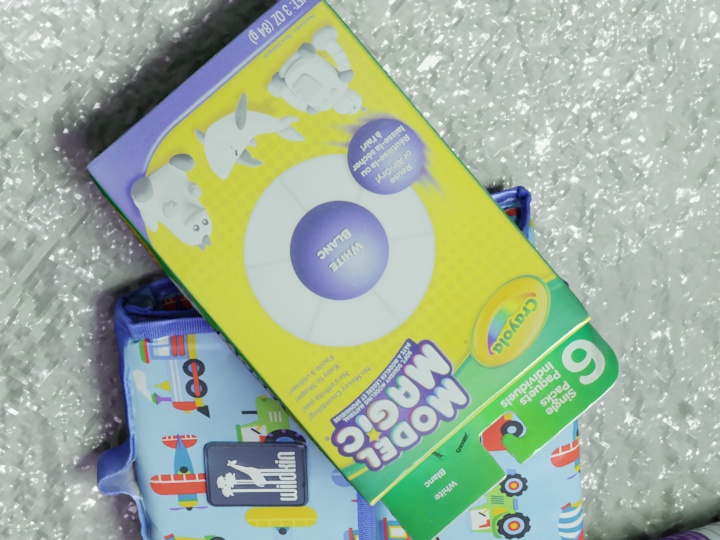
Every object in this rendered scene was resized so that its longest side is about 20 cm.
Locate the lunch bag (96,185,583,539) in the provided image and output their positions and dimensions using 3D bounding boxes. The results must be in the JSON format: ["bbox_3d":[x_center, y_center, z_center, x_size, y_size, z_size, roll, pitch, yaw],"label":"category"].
[{"bbox_3d":[-0.014,0.064,1.187,0.200,0.094,0.151,-9,122,-5],"label":"lunch bag"}]

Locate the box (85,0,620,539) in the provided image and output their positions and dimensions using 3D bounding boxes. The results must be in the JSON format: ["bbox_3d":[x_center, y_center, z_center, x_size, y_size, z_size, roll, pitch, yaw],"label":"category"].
[{"bbox_3d":[0.000,0.000,1.099,0.117,0.048,0.200,-41,90,2],"label":"box"}]

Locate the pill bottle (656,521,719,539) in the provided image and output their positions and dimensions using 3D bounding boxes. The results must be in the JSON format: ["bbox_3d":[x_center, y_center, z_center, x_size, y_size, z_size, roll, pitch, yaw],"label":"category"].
[{"bbox_3d":[0.188,0.169,1.309,0.200,0.111,0.112,-14,122,-17],"label":"pill bottle"}]
